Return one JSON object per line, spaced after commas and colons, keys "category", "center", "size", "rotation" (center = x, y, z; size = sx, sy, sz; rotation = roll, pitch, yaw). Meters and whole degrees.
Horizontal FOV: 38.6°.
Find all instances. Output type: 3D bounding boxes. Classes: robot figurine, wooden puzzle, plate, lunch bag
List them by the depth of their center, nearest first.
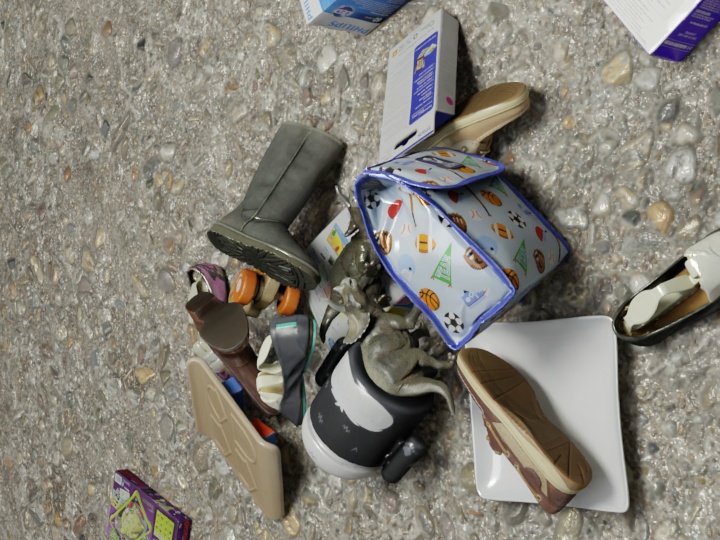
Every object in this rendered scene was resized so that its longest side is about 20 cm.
{"category": "lunch bag", "center": [0.101, -0.045, 1.079], "size": [0.200, 0.170, 0.124], "rotation": [48, 122, 11]}
{"category": "plate", "center": [0.203, 0.152, 1.113], "size": [0.200, 0.032, 0.200], "rotation": [-7, 87, 45]}
{"category": "robot figurine", "center": [0.012, 0.165, 1.247], "size": [0.200, 0.125, 0.150], "rotation": [-56, 17, 30]}
{"category": "wooden puzzle", "center": [-0.166, 0.231, 1.445], "size": [0.200, 0.046, 0.186], "rotation": [42, 148, 32]}

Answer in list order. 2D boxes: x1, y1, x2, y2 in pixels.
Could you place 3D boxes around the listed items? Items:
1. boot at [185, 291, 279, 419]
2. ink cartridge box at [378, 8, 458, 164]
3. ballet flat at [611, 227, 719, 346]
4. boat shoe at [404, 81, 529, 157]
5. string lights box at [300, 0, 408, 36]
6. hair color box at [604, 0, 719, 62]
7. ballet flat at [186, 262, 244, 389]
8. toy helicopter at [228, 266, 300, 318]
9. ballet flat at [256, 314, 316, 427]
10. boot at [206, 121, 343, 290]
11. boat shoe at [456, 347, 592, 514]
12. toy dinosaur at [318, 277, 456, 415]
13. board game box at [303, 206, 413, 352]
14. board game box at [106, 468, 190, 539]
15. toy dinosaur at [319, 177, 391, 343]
{"category": "boot", "center": [-0.143, 0.131, 1.360], "size": [0.200, 0.064, 0.186], "rotation": [60, 170, -26]}
{"category": "ink cartridge box", "center": [0.067, -0.203, 1.179], "size": [0.095, 0.037, 0.200], "rotation": [-32, 38, 41]}
{"category": "ballet flat", "center": [0.316, 0.014, 0.968], "size": [0.200, 0.068, 0.068], "rotation": [-47, 59, 35]}
{"category": "boat shoe", "center": [0.121, -0.153, 1.174], "size": [0.200, 0.071, 0.065], "rotation": [-22, 111, 46]}
{"category": "string lights box", "center": [0.027, -0.361, 1.230], "size": [0.200, 0.103, 0.059], "rotation": [-29, 72, 42]}
{"category": "hair color box", "center": [0.322, -0.307, 0.958], "size": [0.200, 0.065, 0.109], "rotation": [-51, 56, 36]}
{"category": "ballet flat", "center": [-0.219, 0.084, 1.515], "size": [0.069, 0.071, 0.201], "rotation": [-28, 72, 41]}
{"category": "toy helicopter", "center": [-0.143, 0.003, 1.408], "size": [0.200, 0.079, 0.133], "rotation": [151, 130, -63]}
{"category": "ballet flat", "center": [-0.096, 0.125, 1.281], "size": [0.073, 0.073, 0.200], "rotation": [52, 150, 32]}
{"category": "boot", "center": [-0.080, -0.088, 1.319], "size": [0.182, 0.200, 0.073], "rotation": [28, 152, 20]}
{"category": "boat shoe", "center": [0.159, 0.169, 1.089], "size": [0.200, 0.072, 0.072], "rotation": [50, 128, 30]}
{"category": "toy dinosaur", "center": [0.042, 0.095, 1.142], "size": [0.200, 0.102, 0.077], "rotation": [60, 170, 27]}
{"category": "board game box", "center": [0.006, -0.002, 1.304], "size": [0.200, 0.040, 0.153], "rotation": [-42, 62, 38]}
{"category": "board game box", "center": [-0.351, 0.421, 1.689], "size": [0.200, 0.032, 0.120], "rotation": [23, 103, 44]}
{"category": "toy dinosaur", "center": [0.000, 0.000, 1.233], "size": [0.102, 0.077, 0.200], "rotation": [-118, 37, -46]}
